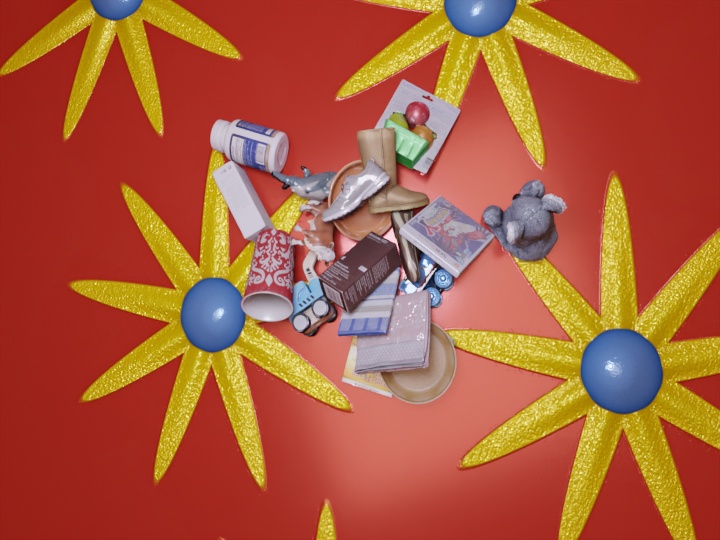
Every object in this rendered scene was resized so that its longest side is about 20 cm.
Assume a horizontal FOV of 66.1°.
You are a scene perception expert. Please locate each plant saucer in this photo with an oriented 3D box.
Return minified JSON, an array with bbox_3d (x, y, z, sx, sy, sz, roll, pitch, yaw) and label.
[{"bbox_3d":[0.141,0.223,1.374,0.192,0.035,0.209,0,87,5],"label":"plant saucer"},{"bbox_3d":[0.006,-0.182,1.438,0.193,0.037,0.209,-3,100,-19],"label":"plant saucer"}]

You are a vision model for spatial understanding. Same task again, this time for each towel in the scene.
[{"bbox_3d":[0.076,0.149,1.342,0.194,0.032,0.197,-12,55,26],"label":"towel"},{"bbox_3d":[0.022,0.077,1.387,0.142,0.024,0.205,-7,48,27],"label":"towel"},{"bbox_3d":[0.124,0.182,1.407,0.198,0.023,0.154,38,90,5],"label":"towel"}]

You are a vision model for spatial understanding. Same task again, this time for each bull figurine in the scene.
[{"bbox_3d":[-0.113,-0.100,1.428,0.117,0.066,0.205,15,49,-7],"label":"bull figurine"}]

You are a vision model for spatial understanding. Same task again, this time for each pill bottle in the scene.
[{"bbox_3d":[-0.301,-0.341,1.498,0.193,0.111,0.115,18,88,10],"label":"pill bottle"}]

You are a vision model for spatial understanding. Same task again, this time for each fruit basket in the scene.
[{"bbox_3d":[0.140,-0.378,1.456,0.181,0.094,0.204,28,75,9],"label":"fruit basket"}]

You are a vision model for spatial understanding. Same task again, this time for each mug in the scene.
[{"bbox_3d":[-0.239,0.018,1.432,0.130,0.178,0.206,18,52,-24],"label":"mug"}]

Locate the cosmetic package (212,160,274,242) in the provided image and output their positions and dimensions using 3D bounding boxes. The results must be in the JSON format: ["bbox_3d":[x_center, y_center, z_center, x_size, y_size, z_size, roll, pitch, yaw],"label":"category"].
[{"bbox_3d":[-0.313,-0.182,1.493,0.072,0.102,0.205,-29,80,6],"label":"cosmetic package"}]

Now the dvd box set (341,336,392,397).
[{"bbox_3d":[0.042,0.208,1.440,0.141,0.029,0.208,15,88,9],"label":"dvd box set"}]

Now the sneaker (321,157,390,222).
[{"bbox_3d":[-0.021,-0.193,1.364,0.197,0.075,0.083,-36,86,10],"label":"sneaker"}]

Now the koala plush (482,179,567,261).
[{"bbox_3d":[0.406,-0.119,1.323,0.174,0.200,0.188,-30,82,5],"label":"koala plush"}]

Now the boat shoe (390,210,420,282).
[{"bbox_3d":[0.130,-0.070,1.384,0.072,0.075,0.208,-11,62,-3],"label":"boat shoe"}]

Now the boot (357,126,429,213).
[{"bbox_3d":[0.085,-0.255,1.388,0.168,0.066,0.208,-7,101,-5],"label":"boot"}]

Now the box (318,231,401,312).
[{"bbox_3d":[0.000,0.000,1.378,0.099,0.077,0.199,27,56,39],"label":"box"}]

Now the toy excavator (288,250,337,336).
[{"bbox_3d":[-0.128,0.040,1.455,0.192,0.100,0.203,-34,73,4],"label":"toy excavator"}]

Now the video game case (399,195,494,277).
[{"bbox_3d":[0.216,-0.090,1.364,0.181,0.023,0.199,38,47,15],"label":"video game case"}]

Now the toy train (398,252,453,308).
[{"bbox_3d":[0.187,0.005,1.408,0.113,0.087,0.203,35,91,16],"label":"toy train"}]

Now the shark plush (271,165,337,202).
[{"bbox_3d":[-0.146,-0.232,1.450,0.193,0.090,0.087,3,81,-23],"label":"shark plush"}]
